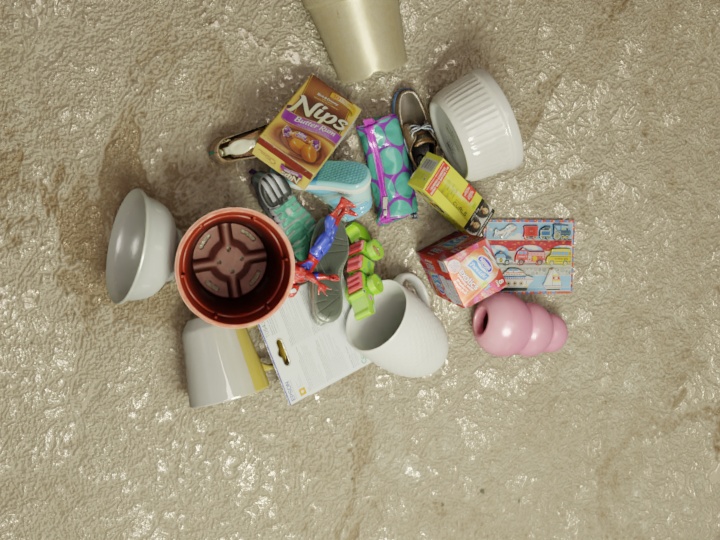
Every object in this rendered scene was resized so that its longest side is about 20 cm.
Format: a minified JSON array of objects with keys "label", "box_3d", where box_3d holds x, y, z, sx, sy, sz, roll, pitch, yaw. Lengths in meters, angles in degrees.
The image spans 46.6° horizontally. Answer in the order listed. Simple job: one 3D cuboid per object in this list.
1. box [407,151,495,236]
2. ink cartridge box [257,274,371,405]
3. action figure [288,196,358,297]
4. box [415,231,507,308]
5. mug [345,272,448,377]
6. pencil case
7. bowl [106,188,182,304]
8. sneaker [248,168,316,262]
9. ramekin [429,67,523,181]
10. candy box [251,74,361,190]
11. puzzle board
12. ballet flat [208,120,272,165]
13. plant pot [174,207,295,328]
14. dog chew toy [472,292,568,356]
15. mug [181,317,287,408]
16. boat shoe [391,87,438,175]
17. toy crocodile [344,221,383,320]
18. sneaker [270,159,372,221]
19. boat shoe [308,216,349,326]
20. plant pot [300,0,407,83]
[{"label":"box","box_3d":[0.175,-0.139,1.585,0.200,0.050,0.076,38,85,-42]},{"label":"ink cartridge box","box_3d":[-0.091,0.121,1.574,0.199,0.043,0.198,-25,100,-25]},{"label":"action figure","box_3d":[-0.054,-0.022,1.470,0.099,0.065,0.200,34,78,16]},{"label":"box","box_3d":[0.186,-0.005,1.567,0.095,0.200,0.100,-26,100,-7]},{"label":"mug","box_3d":[0.086,0.100,1.587,0.175,0.147,0.201,37,53,-39]},{"label":"pencil case","box_3d":[0.051,-0.189,1.578,0.084,0.092,0.202,-10,97,29]},{"label":"bowl","box_3d":[-0.369,-0.035,1.460,0.090,0.201,0.203,11,92,-32]},{"label":"sneaker","box_3d":[-0.142,-0.106,1.561,0.074,0.087,0.201,-35,125,-17]},{"label":"ramekin","box_3d":[0.209,-0.262,1.554,0.104,0.200,0.201,-26,100,-5]},{"label":"candy box","box_3d":[-0.094,-0.252,1.501,0.116,0.057,0.201,34,52,-4]},{"label":"puzzle board","box_3d":[0.342,-0.027,1.695,0.198,0.017,0.152,0,95,-12]},{"label":"ballet flat","box_3d":[-0.179,-0.236,1.534,0.199,0.067,0.069,-21,98,-10]},{"label":"plant pot","box_3d":[-0.226,-0.012,1.476,0.199,0.195,0.203,-1,95,-12]},{"label":"dog chew toy","box_3d":[0.323,0.114,1.654,0.198,0.124,0.126,10,92,-21]},{"label":"mug","box_3d":[-0.246,0.153,1.533,0.148,0.186,0.155,-16,89,31]},{"label":"boat shoe","box_3d":[0.115,-0.252,1.596,0.072,0.072,0.202,-19,98,-11]},{"label":"toy crocodile","box_3d":[0.000,0.000,1.555,0.062,0.067,0.201,33,46,-42]},{"label":"sneaker","box_3d":[-0.068,-0.147,1.565,0.198,0.131,0.080,13,60,20]},{"label":"boat shoe","box_3d":[-0.065,0.001,1.541,0.074,0.065,0.204,5,73,-20]},{"label":"plant pot","box_3d":[-0.003,-0.446,1.508,0.199,0.200,0.185,-21,110,-10]}]
